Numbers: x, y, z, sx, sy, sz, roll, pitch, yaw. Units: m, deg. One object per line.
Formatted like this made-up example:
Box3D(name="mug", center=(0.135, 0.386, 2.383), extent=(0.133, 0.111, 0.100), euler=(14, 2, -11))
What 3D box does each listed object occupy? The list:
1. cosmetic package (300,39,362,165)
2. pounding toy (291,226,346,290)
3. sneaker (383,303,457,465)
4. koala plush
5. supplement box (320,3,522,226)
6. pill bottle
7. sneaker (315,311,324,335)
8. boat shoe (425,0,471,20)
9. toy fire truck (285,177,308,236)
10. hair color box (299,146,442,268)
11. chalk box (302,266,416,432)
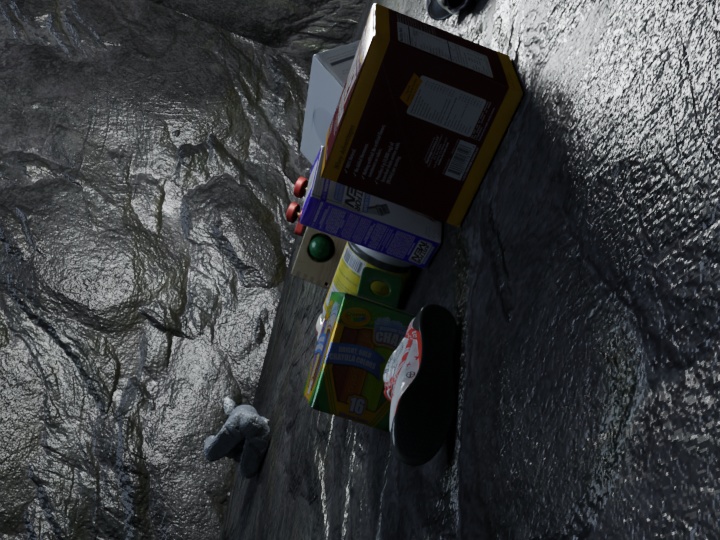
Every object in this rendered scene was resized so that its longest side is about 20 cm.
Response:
Box3D(name="cosmetic package", center=(0.014, -0.215, 1.300), extent=(0.201, 0.121, 0.201), euler=(52, 150, 26))
Box3D(name="pounding toy", center=(-0.061, -0.037, 1.813), extent=(0.200, 0.139, 0.188), euler=(-68, -1, -75))
Box3D(name="sneaker", center=(0.061, 0.147, 0.937), extent=(0.109, 0.066, 0.204), euler=(118, 169, -50))
Box3D(name="koala plush", center=(-0.340, 0.459, 2.397), extent=(0.186, 0.175, 0.201), euler=(-58, 13, 14))
Box3D(name="supplement box", center=(0.073, -0.200, 1.069), extent=(0.134, 0.196, 0.200), euler=(-87, 18, -57))
Box3D(name="pill bottle", center=(0.006, 0.038, 1.288), extent=(0.115, 0.112, 0.203), euler=(-93, 22, -63))
Box3D(name="sneaker", center=(-0.027, 0.103, 1.508), extent=(0.084, 0.076, 0.200), euler=(-67, 20, 8))
Box3D(name="boat shoe", center=(0.155, -0.481, 1.440), extent=(0.200, 0.073, 0.094), euler=(130, 163, -65))
Box3D(name="toy fire truck", center=(-0.156, -0.209, 2.697), extent=(0.168, 0.110, 0.205), euler=(1, -72, -75))
Box3D(name="hair color box", center=(0.019, -0.091, 1.180), extent=(0.065, 0.196, 0.111), euler=(122, 164, -45))
Box3D(name="chalk box", center=(0.008, 0.101, 1.141), extent=(0.124, 0.122, 0.205), euler=(-178, 104, -80))
